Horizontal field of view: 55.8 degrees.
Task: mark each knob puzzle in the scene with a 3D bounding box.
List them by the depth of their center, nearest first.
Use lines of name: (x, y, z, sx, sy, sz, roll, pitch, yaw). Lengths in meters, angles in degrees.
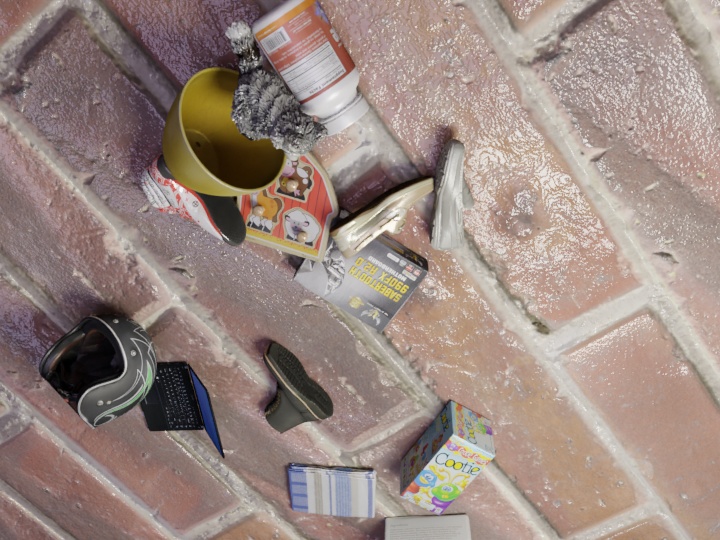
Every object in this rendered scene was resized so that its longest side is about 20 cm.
knob puzzle: (-0.132, -0.126, 1.172, 0.217, 0.030, 0.222, 6, 111, 17)

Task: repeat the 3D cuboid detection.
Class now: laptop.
laptop: (-0.378, 0.291, 1.401, 0.198, 0.104, 0.179, -3, 117, 7)

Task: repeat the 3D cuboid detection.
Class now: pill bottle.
pill bottle: (-0.072, -0.315, 1.046, 0.111, 0.112, 0.201, -26, 113, 18)

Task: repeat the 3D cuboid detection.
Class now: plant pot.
plant pot: (-0.237, -0.201, 1.094, 0.141, 0.201, 0.200, -19, 118, 44)

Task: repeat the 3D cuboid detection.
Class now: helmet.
helmet: (-0.487, 0.184, 1.305, 0.199, 0.191, 0.201, 36, 154, 21)

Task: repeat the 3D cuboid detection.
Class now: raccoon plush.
raccoon plush: (-0.131, -0.252, 0.989, 0.097, 0.133, 0.201, -45, 133, -20)

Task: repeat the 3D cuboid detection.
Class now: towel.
towel: (-0.062, 0.495, 1.528, 0.198, 0.024, 0.148, 2, 120, 6)

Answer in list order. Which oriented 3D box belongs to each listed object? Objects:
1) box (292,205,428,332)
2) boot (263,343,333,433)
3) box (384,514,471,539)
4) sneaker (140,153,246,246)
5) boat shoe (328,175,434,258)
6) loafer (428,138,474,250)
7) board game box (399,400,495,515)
box: (0.000, 0.000, 1.243, 0.199, 0.048, 0.159, 32, 116, -11)
boot: (-0.167, 0.251, 1.381, 0.138, 0.078, 0.201, -27, 111, 23)
box: (0.157, 0.682, 1.523, 0.198, 0.172, 0.201, -5, 118, 8)
sneaker: (-0.294, -0.115, 1.191, 0.107, 0.067, 0.202, -18, 122, 43)
boat shoe: (0.045, -0.092, 1.155, 0.199, 0.072, 0.065, -32, 102, -3)
loafer: (0.160, -0.126, 1.155, 0.069, 0.070, 0.202, 1, 124, -4)
board game box: (0.176, 0.388, 1.402, 0.102, 0.105, 0.201, 28, 118, -10)
